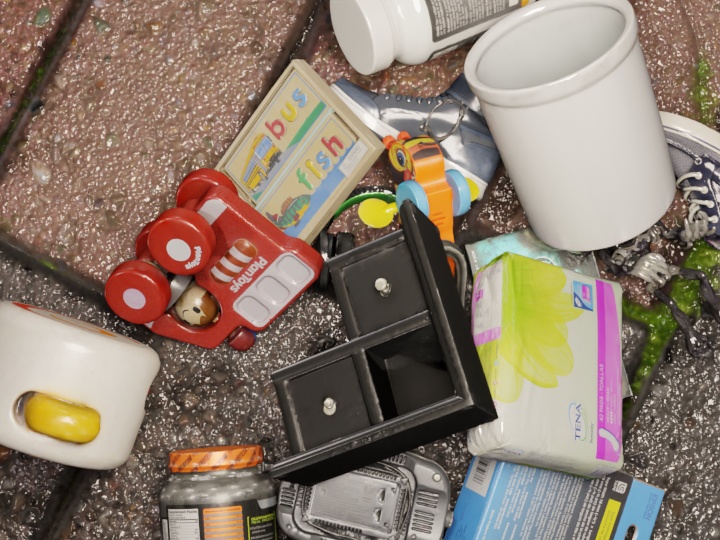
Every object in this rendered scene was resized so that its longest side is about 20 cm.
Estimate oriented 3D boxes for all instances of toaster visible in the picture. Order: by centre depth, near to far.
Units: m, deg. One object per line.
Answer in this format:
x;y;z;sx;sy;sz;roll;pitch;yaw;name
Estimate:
-0.005;0.227;1.139;0.198;0.129;0.115;11;84;2;toaster

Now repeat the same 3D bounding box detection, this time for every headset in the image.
0.000;0.000;1.178;0.123;0.094;0.201;25;75;4;headset

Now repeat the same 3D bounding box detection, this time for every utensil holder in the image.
0.212;-0.144;1.110;0.169;0.170;0.201;-27;124;-1;utensil holder

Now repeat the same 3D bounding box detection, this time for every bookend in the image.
-0.001;0.070;1.039;0.197;0.092;0.202;-21;69;15;bookend

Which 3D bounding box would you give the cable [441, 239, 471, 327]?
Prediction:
0.097;0.061;1.147;0.096;0.051;0.201;0;129;-8;cable

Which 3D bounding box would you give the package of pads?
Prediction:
0.181;0.093;1.098;0.153;0.068;0.202;14;66;-24;package of pads

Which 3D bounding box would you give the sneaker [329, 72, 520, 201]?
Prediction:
0.078;-0.188;1.195;0.201;0.077;0.147;30;97;-5;sneaker

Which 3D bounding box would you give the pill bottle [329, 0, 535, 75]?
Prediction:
0.075;-0.283;1.168;0.199;0.116;0.117;-25;84;-19;pill bottle

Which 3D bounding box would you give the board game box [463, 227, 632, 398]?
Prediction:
0.200;0.053;1.199;0.134;0.028;0.202;-15;84;1;board game box

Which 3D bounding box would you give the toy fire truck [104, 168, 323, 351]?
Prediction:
-0.155;0.008;1.163;0.168;0.112;0.200;39;121;-12;toy fire truck

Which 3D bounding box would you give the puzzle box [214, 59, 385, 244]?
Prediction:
-0.078;-0.102;1.170;0.133;0.025;0.200;47;117;15;puzzle box

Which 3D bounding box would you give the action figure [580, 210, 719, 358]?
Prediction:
0.313;-0.014;1.160;0.119;0.102;0.200;-40;89;-20;action figure

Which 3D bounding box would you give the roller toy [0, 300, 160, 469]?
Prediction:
-0.303;0.122;1.131;0.199;0.182;0.141;16;86;28;roller toy

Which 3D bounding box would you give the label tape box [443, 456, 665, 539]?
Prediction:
0.198;0.257;1.154;0.199;0.063;0.145;23;85;-21;label tape box

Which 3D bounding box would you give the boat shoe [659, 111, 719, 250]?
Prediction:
0.365;-0.087;1.183;0.199;0.075;0.093;28;78;3;boat shoe

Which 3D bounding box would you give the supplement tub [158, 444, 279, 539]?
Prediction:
-0.142;0.283;1.142;0.121;0.123;0.202;-4;84;1;supplement tub

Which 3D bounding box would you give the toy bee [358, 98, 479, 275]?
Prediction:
0.066;-0.092;1.136;0.130;0.109;0.202;5;116;-34;toy bee
